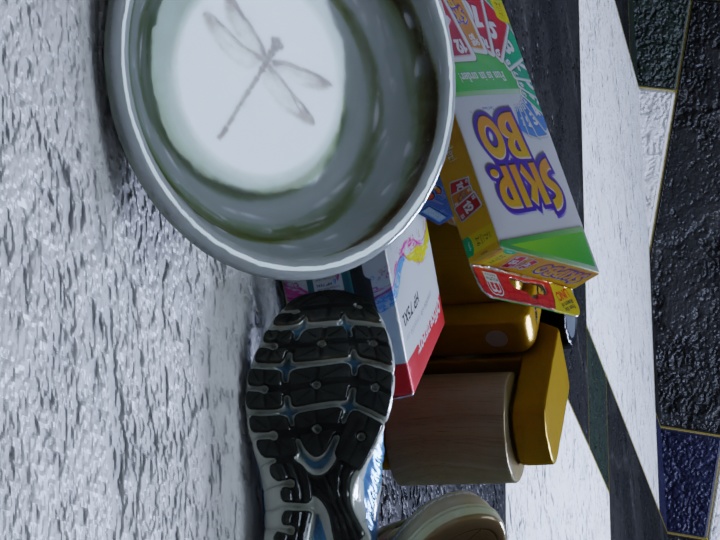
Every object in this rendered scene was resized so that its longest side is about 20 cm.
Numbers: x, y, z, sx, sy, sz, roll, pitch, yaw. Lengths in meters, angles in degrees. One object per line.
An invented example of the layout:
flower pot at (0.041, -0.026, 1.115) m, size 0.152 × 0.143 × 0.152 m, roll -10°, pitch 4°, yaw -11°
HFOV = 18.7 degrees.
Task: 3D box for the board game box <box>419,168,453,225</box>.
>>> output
board game box at (-0.002, -0.136, 1.196) m, size 0.135 × 0.034 × 0.200 m, roll 28°, pitch 42°, yaw -39°

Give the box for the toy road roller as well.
toy road roller at (0.064, 0.029, 1.399) m, size 0.200 × 0.123 × 0.146 m, roll -75°, pitch 156°, yaw -49°

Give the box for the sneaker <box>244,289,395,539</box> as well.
sneaker at (-0.024, 0.109, 1.173) m, size 0.090 × 0.078 × 0.200 m, roll 95°, pitch -1°, yaw -77°

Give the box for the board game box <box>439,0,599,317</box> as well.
board game box at (0.070, -0.072, 1.184) m, size 0.095 × 0.030 × 0.200 m, roll 12°, pitch 56°, yaw -50°

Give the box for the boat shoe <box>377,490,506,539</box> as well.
boat shoe at (0.026, 0.171, 1.226) m, size 0.200 × 0.072 × 0.065 m, roll 111°, pitch -30°, yaw -52°

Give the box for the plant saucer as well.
plant saucer at (-0.045, -0.094, 1.043) m, size 0.200 × 0.050 × 0.200 m, roll 3°, pitch 85°, yaw -37°

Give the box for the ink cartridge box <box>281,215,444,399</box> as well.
ink cartridge box at (0.000, 0.000, 1.274) m, size 0.116 × 0.067 × 0.200 m, roll -60°, pitch 142°, yaw -66°

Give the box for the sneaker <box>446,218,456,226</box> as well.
sneaker at (0.048, -0.087, 1.370) m, size 0.200 × 0.075 × 0.071 m, roll -78°, pitch 158°, yaw -55°
